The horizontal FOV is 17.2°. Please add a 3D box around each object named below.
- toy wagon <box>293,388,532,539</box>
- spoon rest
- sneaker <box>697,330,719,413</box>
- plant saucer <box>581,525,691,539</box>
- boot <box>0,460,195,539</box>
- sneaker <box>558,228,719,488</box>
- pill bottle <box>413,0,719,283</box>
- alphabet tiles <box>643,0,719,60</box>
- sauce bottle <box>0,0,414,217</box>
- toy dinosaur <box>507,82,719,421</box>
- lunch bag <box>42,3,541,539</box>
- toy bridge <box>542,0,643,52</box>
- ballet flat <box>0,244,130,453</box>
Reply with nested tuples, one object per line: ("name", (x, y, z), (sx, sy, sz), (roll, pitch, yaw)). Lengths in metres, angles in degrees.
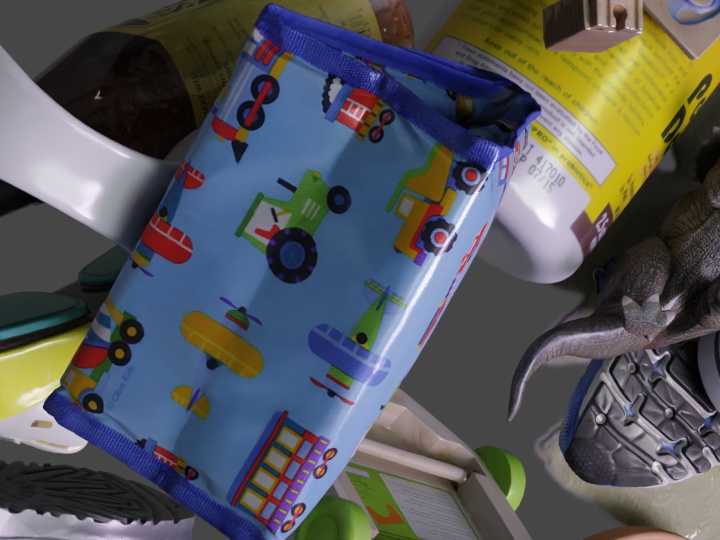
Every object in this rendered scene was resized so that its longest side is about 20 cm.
("toy wagon", (0.030, 0.115, 0.950), (0.155, 0.200, 0.040), (21, 118, -44))
("spoon rest", (-0.065, -0.026, 0.809), (0.100, 0.061, 0.200), (-55, 145, 10))
("sneaker", (0.216, -0.017, 1.034), (0.078, 0.079, 0.201), (42, 51, -22))
("plant saucer", (0.105, 0.215, 1.168), (0.199, 0.037, 0.201), (-18, 120, -34))
("boot", (-0.156, 0.176, 0.904), (0.164, 0.066, 0.201), (5, 102, -33))
("sneaker", (0.142, 0.030, 1.067), (0.079, 0.089, 0.200), (53, 50, -12))
("pill bottle", (0.097, -0.101, 0.973), (0.200, 0.109, 0.109), (-52, 133, -10))
("alphabet tiles", (0.116, -0.208, 0.931), (0.200, 0.008, 0.167), (47, 73, -3))
("sauce bottle", (-0.073, -0.064, 0.873), (0.199, 0.066, 0.066), (-23, 122, -33))
("toy dinosaur", (0.138, -0.004, 0.966), (0.077, 0.102, 0.200), (36, 85, 0))
("lunch bag", (0.000, 0.000, 0.824), (0.151, 0.094, 0.200), (-60, 166, 11))
("toy bridge", (0.091, -0.185, 0.880), (0.027, 0.067, 0.201), (4, 80, -24))
("ballet flat", (-0.101, 0.029, 0.885), (0.199, 0.067, 0.067), (-26, 109, -33))
